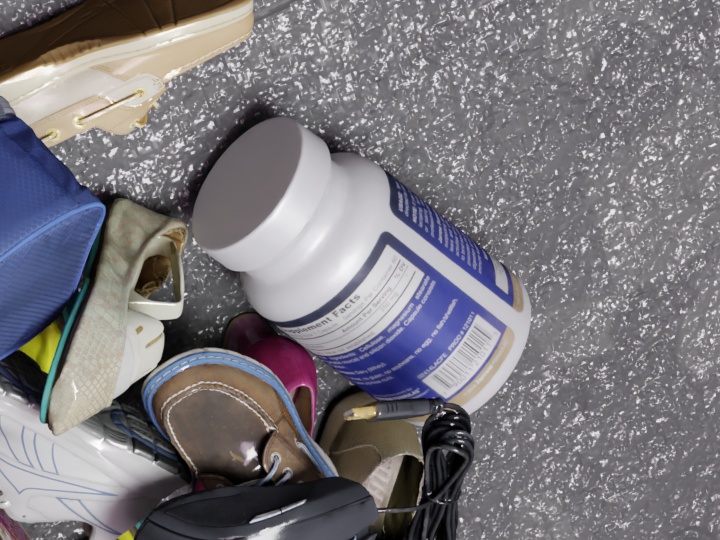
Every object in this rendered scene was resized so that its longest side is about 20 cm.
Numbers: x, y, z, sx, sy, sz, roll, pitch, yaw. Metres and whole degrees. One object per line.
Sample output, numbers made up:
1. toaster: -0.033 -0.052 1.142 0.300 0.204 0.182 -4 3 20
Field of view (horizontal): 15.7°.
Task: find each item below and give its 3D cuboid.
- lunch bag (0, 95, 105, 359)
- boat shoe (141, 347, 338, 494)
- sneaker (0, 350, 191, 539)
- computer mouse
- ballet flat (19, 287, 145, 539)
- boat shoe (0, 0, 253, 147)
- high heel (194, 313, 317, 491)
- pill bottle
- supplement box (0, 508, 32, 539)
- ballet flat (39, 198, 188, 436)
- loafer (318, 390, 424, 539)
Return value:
1. lunch bag: -0.241 -0.016 1.384 0.200 0.132 0.136 -37 165 -37
2. boat shoe: -0.056 0.116 1.528 0.072 0.072 0.200 -34 138 10
3. sneaker: -0.191 0.101 1.493 0.200 0.075 0.087 33 103 -30
4. computer mouse: -0.024 0.135 1.474 0.200 0.046 0.140 -2 131 -20
5. ballet flat: -0.182 0.082 1.572 0.067 0.067 0.200 -13 117 6
6. boat shoe: -0.151 -0.109 1.489 0.200 0.074 0.069 -20 122 -3
7. high heel: -0.056 0.131 1.621 0.067 0.096 0.200 -1 113 -23
8. pill bottle: 0.000 0.000 1.573 0.200 0.116 0.116 38 95 -32
9. supplement box: -0.235 0.193 1.512 0.103 0.200 0.131 -34 121 -6
10. ballet flat: -0.134 0.023 1.480 0.062 0.200 0.067 13 127 -2
11. loafer: -0.007 0.177 1.679 0.076 0.067 0.200 1 112 -23
